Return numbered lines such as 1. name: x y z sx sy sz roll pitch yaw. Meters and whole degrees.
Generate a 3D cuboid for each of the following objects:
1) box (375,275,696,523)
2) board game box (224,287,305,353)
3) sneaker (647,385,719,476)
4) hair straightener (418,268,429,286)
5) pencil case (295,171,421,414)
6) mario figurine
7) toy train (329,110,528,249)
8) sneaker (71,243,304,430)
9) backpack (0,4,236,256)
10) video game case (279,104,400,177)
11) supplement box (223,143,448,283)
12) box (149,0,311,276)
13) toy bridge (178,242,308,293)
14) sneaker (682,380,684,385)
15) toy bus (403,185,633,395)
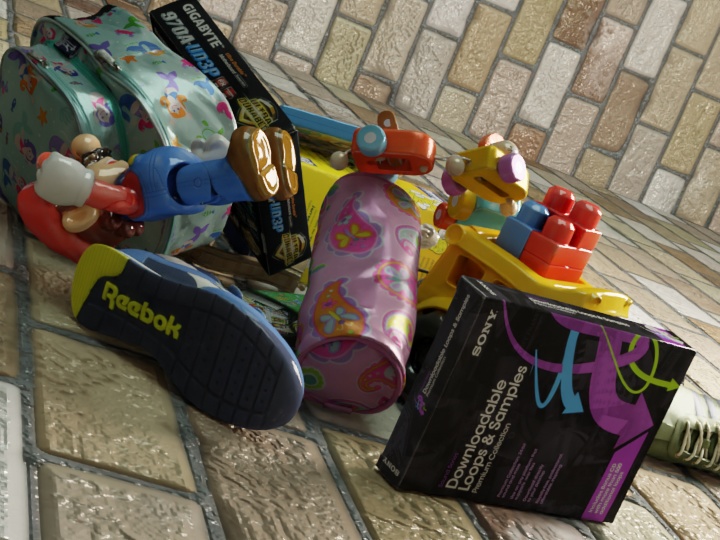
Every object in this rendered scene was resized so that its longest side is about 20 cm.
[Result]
1. box: 0.122 0.092 0.943 0.199 0.143 0.036 14 16 -32
2. board game box: -0.056 0.046 1.098 0.105 0.024 0.200 31 14 36
3. sneaker: 0.309 0.145 1.230 0.090 0.067 0.200 26 8 37
4. hair straightener: 0.105 0.029 1.325 0.199 0.041 0.077 0 42 -16
5. pencil case: -0.001 0.015 1.034 0.087 0.088 0.200 20 38 -12
6. mario figurine: -0.152 -0.073 0.975 0.199 0.106 0.124 -11 -35 16
7. toy train: 0.066 -0.078 1.132 0.150 0.056 0.200 2 -20 16
8. sneaker: -0.103 0.038 0.932 0.200 0.074 0.082 32 13 32
9. backpack: -0.196 -0.100 1.119 0.200 0.178 0.150 34 39 25
10. video game case: -0.024 -0.120 1.394 0.143 0.018 0.200 15 -6 -8
11. supplement box: -0.016 -0.043 1.349 0.199 0.110 0.109 18 13 -24
12. box: -0.113 -0.117 1.203 0.046 0.159 0.200 -25 53 -17
13. toy bridge: -0.138 -0.027 1.234 0.199 0.027 0.067 26 22 -2
14. sneaker: 0.198 0.090 1.303 0.199 0.074 0.081 19 -6 -16
15. toy bus: 0.141 0.040 1.078 0.200 0.193 0.135 38 17 35
